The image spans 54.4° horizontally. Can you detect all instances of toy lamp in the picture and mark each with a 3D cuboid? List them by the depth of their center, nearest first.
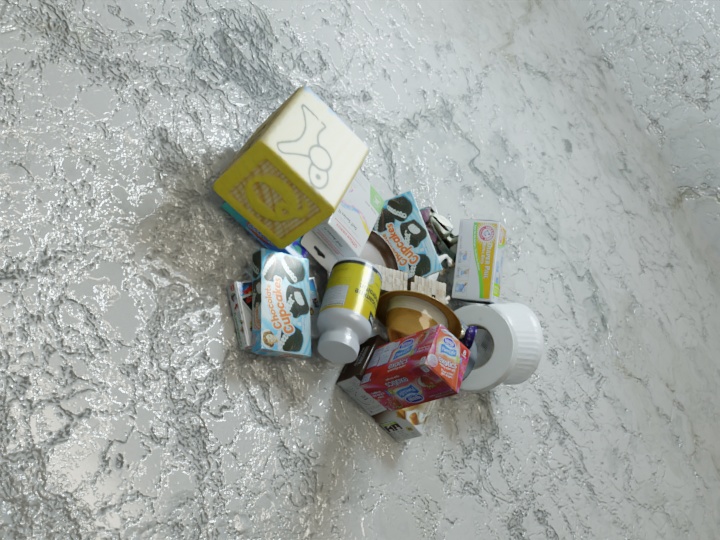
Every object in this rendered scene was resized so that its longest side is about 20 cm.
[{"bbox_3d":[0.158,0.120,1.563,0.198,0.058,0.058,17,52,6],"label":"toy lamp"}]

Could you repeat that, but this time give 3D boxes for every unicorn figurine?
[{"bbox_3d":[0.168,-0.002,1.710,0.137,0.074,0.202,21,55,-40],"label":"unicorn figurine"}]

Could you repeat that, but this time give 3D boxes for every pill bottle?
[{"bbox_3d":[-0.025,0.081,1.415,0.112,0.112,0.201,35,48,-26],"label":"pill bottle"}]

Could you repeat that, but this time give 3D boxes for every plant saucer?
[{"bbox_3d":[0.000,0.000,1.564,0.199,0.032,0.202,10,71,-32],"label":"plant saucer"}]

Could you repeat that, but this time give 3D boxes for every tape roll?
[{"bbox_3d":[0.265,0.180,1.626,0.037,0.201,0.205,31,50,-54],"label":"tape roll"}]

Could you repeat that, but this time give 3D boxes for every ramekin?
[{"bbox_3d":[0.337,0.175,1.703,0.097,0.200,0.202,7,66,-33],"label":"ramekin"}]

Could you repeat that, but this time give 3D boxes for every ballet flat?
[{"bbox_3d":[0.220,-0.088,1.800,0.200,0.071,0.069,45,44,-19],"label":"ballet flat"}]

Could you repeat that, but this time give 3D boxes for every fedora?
[{"bbox_3d":[0.112,0.125,1.472,0.200,0.200,0.082,39,50,-23],"label":"fedora"}]

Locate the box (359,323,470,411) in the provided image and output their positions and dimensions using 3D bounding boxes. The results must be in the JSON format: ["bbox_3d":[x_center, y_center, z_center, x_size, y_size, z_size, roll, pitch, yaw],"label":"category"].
[{"bbox_3d":[0.104,0.191,1.351,0.095,0.199,0.100,41,50,-19],"label":"box"}]

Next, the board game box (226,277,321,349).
[{"bbox_3d":[-0.161,0.081,1.388,0.199,0.034,0.127,-2,73,-44],"label":"board game box"}]

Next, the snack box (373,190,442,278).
[{"bbox_3d":[0.102,-0.073,1.650,0.037,0.115,0.201,68,0,-85],"label":"snack box"}]

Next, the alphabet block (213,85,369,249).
[{"bbox_3d":[-0.133,-0.199,1.369,0.195,0.196,0.201,42,47,-15],"label":"alphabet block"}]

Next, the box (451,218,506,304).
[{"bbox_3d":[0.299,-0.021,1.752,0.112,0.100,0.202,20,76,-68],"label":"box"}]

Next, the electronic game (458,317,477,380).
[{"bbox_3d":[0.166,0.174,1.587,0.198,0.042,0.201,3,58,-4],"label":"electronic game"}]

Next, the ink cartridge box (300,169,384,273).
[{"bbox_3d":[-0.035,-0.105,1.494,0.117,0.067,0.201,46,55,-34],"label":"ink cartridge box"}]

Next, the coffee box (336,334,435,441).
[{"bbox_3d":[0.059,0.251,1.483,0.200,0.079,0.115,45,46,-18],"label":"coffee box"}]

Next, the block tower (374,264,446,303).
[{"bbox_3d":[0.098,0.040,1.568,0.199,0.054,0.058,16,66,-29],"label":"block tower"}]

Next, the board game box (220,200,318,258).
[{"bbox_3d":[-0.174,-0.120,1.465,0.200,0.045,0.153,43,47,-18],"label":"board game box"}]

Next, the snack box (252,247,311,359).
[{"bbox_3d":[-0.152,0.065,1.352,0.116,0.037,0.202,14,63,-38],"label":"snack box"}]
